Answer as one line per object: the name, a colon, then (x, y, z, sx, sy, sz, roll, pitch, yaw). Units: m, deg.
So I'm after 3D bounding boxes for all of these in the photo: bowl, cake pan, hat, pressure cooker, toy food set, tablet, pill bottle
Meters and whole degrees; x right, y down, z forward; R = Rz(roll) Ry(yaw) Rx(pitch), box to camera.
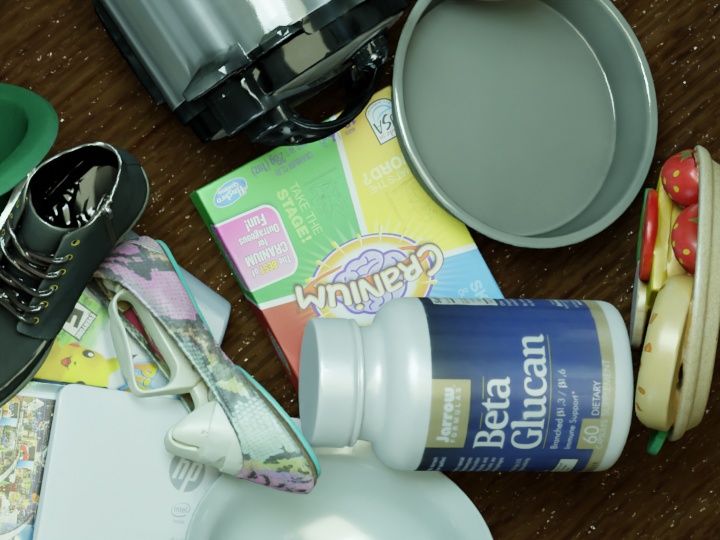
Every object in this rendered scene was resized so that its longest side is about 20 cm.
bowl: (-0.016, 0.211, 1.361, 0.200, 0.091, 0.202, 5, 47, -5)
cake pan: (0.106, -0.111, 1.433, 0.199, 0.037, 0.201, 4, 79, -23)
hat: (-0.265, -0.001, 1.350, 0.199, 0.166, 0.177, -7, 124, 10)
pressure cooker: (-0.067, -0.173, 1.354, 0.176, 0.179, 0.200, -35, 94, -13)
toy food set: (0.205, 0.018, 1.397, 0.048, 0.198, 0.201, 5, 76, 4)
tablet: (-0.118, 0.149, 1.373, 0.199, 0.014, 0.131, 12, 85, -39)
pill bottle: (0.065, 0.073, 1.363, 0.199, 0.111, 0.112, 1, 88, -10)

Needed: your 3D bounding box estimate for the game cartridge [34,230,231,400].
game cartridge: (-0.179, 0.075, 1.399, 0.133, 0.040, 0.200, 36, 82, -11)

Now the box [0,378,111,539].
box: (-0.238, 0.166, 1.349, 0.136, 0.038, 0.201, 7, 88, -11)

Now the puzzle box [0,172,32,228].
puzzle box: (-0.310, -0.005, 1.381, 0.133, 0.025, 0.201, 26, 84, -8)

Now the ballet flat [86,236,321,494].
ballet flat: (-0.108, 0.071, 1.344, 0.071, 0.069, 0.200, -30, 80, -31)

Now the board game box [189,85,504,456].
board game box: (0.000, 0.000, 1.431, 0.153, 0.040, 0.201, -30, 94, -10)

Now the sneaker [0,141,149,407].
sneaker: (-0.207, 0.002, 1.282, 0.075, 0.106, 0.200, 34, 87, 4)
